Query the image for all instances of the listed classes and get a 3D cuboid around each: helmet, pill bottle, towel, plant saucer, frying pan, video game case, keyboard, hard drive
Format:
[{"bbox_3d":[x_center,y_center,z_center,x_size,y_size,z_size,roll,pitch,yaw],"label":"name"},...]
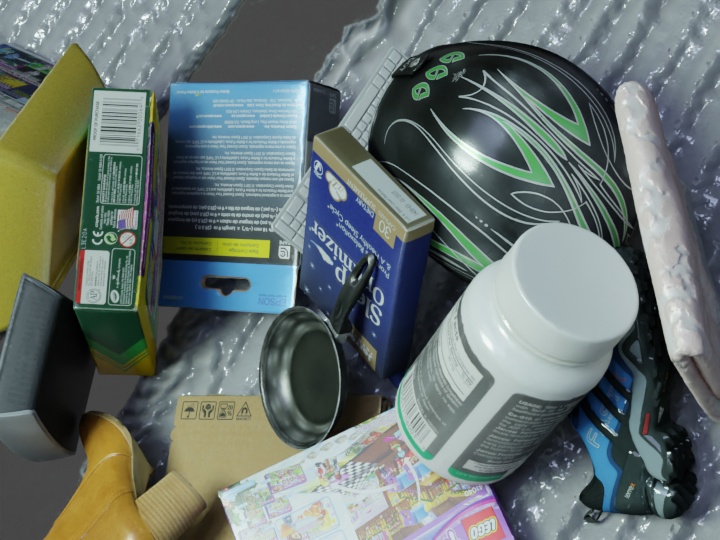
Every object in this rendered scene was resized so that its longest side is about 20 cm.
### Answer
[{"bbox_3d":[0.118,-0.076,1.074,0.190,0.200,0.200,32,86,43],"label":"helmet"},{"bbox_3d":[0.109,0.062,0.997,0.200,0.113,0.114,-58,43,50],"label":"pill bottle"},{"bbox_3d":[0.227,-0.008,0.990,0.032,0.191,0.201,-16,65,17],"label":"towel"},{"bbox_3d":[-0.270,-0.068,1.239,0.048,0.201,0.200,15,38,1],"label":"plant saucer"},{"bbox_3d":[-0.035,0.052,1.119,0.115,0.031,0.191,37,118,46],"label":"frying pan"},{"bbox_3d":[-0.355,-0.172,1.364,0.199,0.182,0.023,25,121,32],"label":"video game case"},{"bbox_3d":[-0.003,-0.100,1.202,0.011,0.056,0.200,2,55,59],"label":"keyboard"},{"bbox_3d":[-0.266,0.091,1.197,0.042,0.200,0.136,10,72,3],"label":"hard drive"}]

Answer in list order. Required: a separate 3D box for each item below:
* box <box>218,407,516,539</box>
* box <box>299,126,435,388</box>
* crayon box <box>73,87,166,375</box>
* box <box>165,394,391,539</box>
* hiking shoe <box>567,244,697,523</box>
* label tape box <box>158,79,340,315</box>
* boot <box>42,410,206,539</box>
[{"bbox_3d":[0.005,0.193,1.081,0.199,0.039,0.137,-25,65,2],"label":"box"},{"bbox_3d":[0.000,0.000,1.107,0.032,0.201,0.121,-25,53,-27],"label":"box"},{"bbox_3d":[-0.206,-0.029,1.220,0.058,0.173,0.201,2,68,-4],"label":"crayon box"},{"bbox_3d":[-0.077,0.184,1.161,0.199,0.021,0.164,-2,69,25],"label":"box"},{"bbox_3d":[0.186,0.083,1.021,0.086,0.074,0.201,-9,84,30],"label":"hiking shoe"},{"bbox_3d":[-0.099,-0.064,1.239,0.144,0.063,0.201,3,90,27],"label":"label tape box"},{"bbox_3d":[-0.229,0.200,1.155,0.144,0.071,0.201,-39,35,-21],"label":"boot"}]
